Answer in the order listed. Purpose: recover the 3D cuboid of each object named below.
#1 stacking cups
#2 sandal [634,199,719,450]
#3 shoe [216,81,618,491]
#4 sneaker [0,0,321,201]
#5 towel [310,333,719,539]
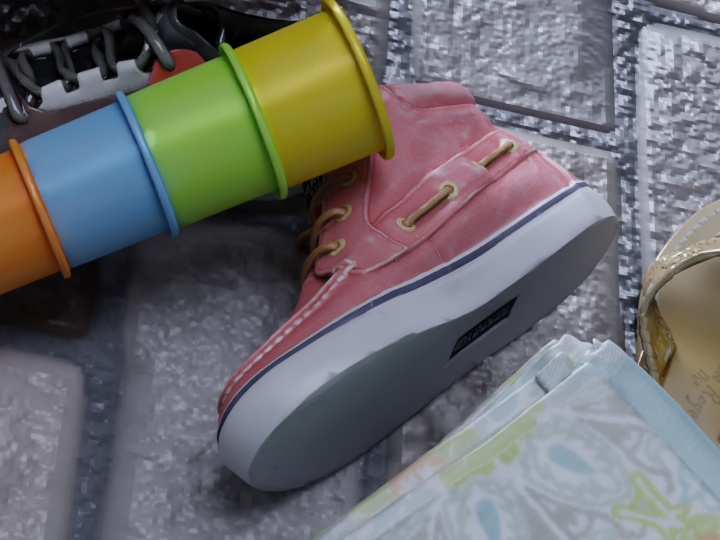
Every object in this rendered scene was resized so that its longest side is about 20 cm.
[{"bbox_3d":[-0.088,-0.025,0.817,0.199,0.061,0.061,-25,61,-5],"label":"stacking cups"},{"bbox_3d":[0.133,0.026,0.874,0.077,0.070,0.212,31,50,7],"label":"sandal"},{"bbox_3d":[0.000,0.000,0.854,0.091,0.072,0.200,42,47,18],"label":"shoe"},{"bbox_3d":[-0.093,-0.071,0.865,0.199,0.082,0.077,-7,55,-24],"label":"sneaker"},{"bbox_3d":[0.075,0.135,0.768,0.171,0.048,0.200,-35,73,-23],"label":"towel"}]
